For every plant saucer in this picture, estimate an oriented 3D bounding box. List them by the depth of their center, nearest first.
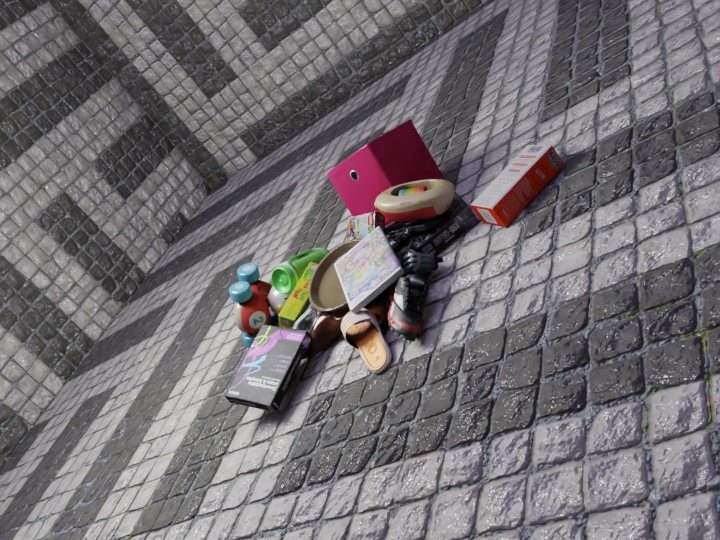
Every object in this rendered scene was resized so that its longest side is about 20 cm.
[{"bbox_3d":[-0.039,0.015,1.695,0.198,0.029,0.202,-26,41,25],"label":"plant saucer"}]

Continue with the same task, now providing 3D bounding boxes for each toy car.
[{"bbox_3d":[-0.237,0.091,1.984,0.196,0.187,0.178,-5,31,10],"label":"toy car"}]

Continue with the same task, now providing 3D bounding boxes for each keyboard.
[{"bbox_3d":[0.116,-0.093,1.734,0.103,0.040,0.199,-27,12,-30],"label":"keyboard"}]

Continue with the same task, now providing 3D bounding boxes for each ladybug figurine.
[{"bbox_3d":[0.128,-0.161,1.696,0.197,0.073,0.136,-5,26,23],"label":"ladybug figurine"}]

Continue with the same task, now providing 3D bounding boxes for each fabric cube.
[{"bbox_3d":[0.070,-0.239,1.885,0.199,0.201,0.195,-36,7,-40],"label":"fabric cube"}]

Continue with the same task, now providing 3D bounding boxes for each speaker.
[{"bbox_3d":[-0.156,-0.001,1.977,0.088,0.090,0.199,-23,3,38],"label":"speaker"}]

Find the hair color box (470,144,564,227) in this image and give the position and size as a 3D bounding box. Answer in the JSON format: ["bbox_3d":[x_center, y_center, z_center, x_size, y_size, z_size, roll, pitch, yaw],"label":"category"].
[{"bbox_3d":[0.348,-0.190,1.600,0.200,0.061,0.101,-46,22,-8],"label":"hair color box"}]

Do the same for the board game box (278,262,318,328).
[{"bbox_3d":[-0.147,0.086,1.861,0.047,0.103,0.201,16,47,13],"label":"board game box"}]

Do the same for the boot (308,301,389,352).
[{"bbox_3d":[-0.020,0.140,1.638,0.188,0.069,0.199,-46,34,-8],"label":"boot"}]

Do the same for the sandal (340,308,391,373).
[{"bbox_3d":[0.005,0.132,1.518,0.079,0.059,0.207,-44,36,4],"label":"sandal"}]

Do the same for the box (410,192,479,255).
[{"bbox_3d":[0.189,-0.119,1.751,0.157,0.050,0.200,-39,22,7],"label":"box"}]

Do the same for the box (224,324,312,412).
[{"bbox_3d":[-0.211,0.221,1.655,0.141,0.036,0.202,3,55,33],"label":"box"}]

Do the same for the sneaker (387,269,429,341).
[{"bbox_3d":[0.101,0.065,1.492,0.201,0.070,0.099,-87,19,-62],"label":"sneaker"}]

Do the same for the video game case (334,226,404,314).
[{"bbox_3d":[0.015,-0.005,1.605,0.143,0.018,0.201,-40,32,10],"label":"video game case"}]

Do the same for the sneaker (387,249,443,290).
[{"bbox_3d":[0.117,0.004,1.653,0.200,0.086,0.076,151,119,-70],"label":"sneaker"}]

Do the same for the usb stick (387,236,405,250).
[{"bbox_3d":[0.035,-0.036,1.883,0.199,0.033,0.056,-35,29,18],"label":"usb stick"}]

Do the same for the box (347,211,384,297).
[{"bbox_3d":[0.012,-0.034,1.751,0.109,0.034,0.204,-10,76,51],"label":"box"}]

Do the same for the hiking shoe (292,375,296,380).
[{"bbox_3d":[-0.199,0.233,1.734,0.100,0.076,0.201,-34,32,1],"label":"hiking shoe"}]

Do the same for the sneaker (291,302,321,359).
[{"bbox_3d":[-0.102,0.128,1.755,0.087,0.076,0.201,-20,30,30],"label":"sneaker"}]
